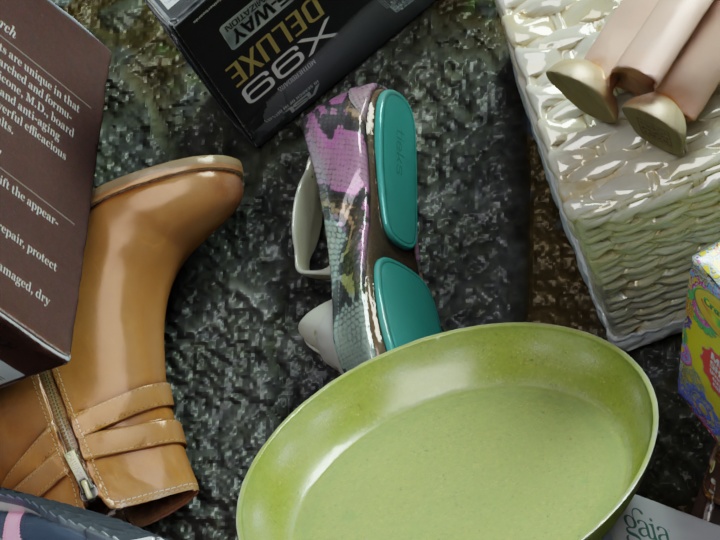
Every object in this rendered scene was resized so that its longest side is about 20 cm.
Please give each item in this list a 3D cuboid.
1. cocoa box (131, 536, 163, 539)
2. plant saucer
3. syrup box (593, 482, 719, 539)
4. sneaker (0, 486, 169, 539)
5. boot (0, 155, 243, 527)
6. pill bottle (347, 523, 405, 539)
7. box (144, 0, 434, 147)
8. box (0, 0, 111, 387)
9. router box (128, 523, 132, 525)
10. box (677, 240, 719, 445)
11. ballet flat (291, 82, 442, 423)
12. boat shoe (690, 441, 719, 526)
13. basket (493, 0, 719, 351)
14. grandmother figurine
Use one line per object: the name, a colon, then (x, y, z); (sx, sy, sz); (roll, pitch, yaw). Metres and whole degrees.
cocoa box: (-0.114, 0.213, 1.246); (0.133, 0.200, 0.131); (-10, 68, 10)
plant saucer: (0.042, 0.097, 1.283); (0.200, 0.031, 0.200); (-14, 33, 9)
syrup box: (0.128, 0.203, 1.256); (0.081, 0.079, 0.200); (-40, 42, 35)
sneaker: (-0.166, 0.150, 1.368); (0.200, 0.070, 0.082); (10, 85, 34)
boot: (-0.116, 0.047, 1.437); (0.200, 0.074, 0.155); (-36, 63, 13)
pill bottle: (0.041, 0.224, 1.306); (0.109, 0.109, 0.200); (-24, 66, 5)
box: (-0.012, -0.169, 1.442); (0.200, 0.158, 0.050); (-40, 65, -3)
box: (-0.246, -0.048, 1.408); (0.166, 0.164, 0.200); (-21, 49, 31)
router box: (-0.135, 0.256, 1.373); (0.200, 0.049, 0.180); (-39, 65, -2)
box: (0.274, 0.051, 1.225); (0.192, 0.122, 0.200); (-28, 61, -14)
ballet flat: (0.000, 0.000, 1.432); (0.071, 0.069, 0.200); (-21, 61, 26)
boat shoe: (0.200, 0.089, 1.338); (0.070, 0.070, 0.200); (15, 76, 16)
basket: (0.176, -0.099, 1.366); (0.200, 0.161, 0.199); (-19, 65, 5)
grandmother figurine: (0.171, -0.151, 1.269); (0.121, 0.061, 0.200); (28, 80, 13)
